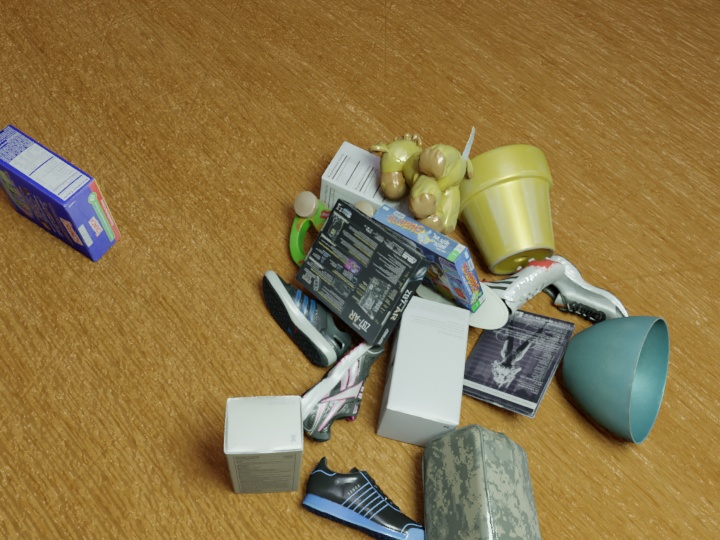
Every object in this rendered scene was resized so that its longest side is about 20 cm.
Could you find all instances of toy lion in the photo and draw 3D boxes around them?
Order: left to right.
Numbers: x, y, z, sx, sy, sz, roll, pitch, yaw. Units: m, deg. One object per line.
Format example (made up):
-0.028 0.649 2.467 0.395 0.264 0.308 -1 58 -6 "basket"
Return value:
-0.046 -0.031 1.087 0.195 0.068 0.197 13 83 25 "toy lion"

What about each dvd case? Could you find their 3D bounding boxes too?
0.267 0.150 1.037 0.146 0.016 0.201 13 50 36 "dvd case"

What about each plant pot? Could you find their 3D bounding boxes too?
0.283 -0.105 1.149 0.195 0.201 0.194 -7 71 -14 "plant pot"
0.419 0.168 1.004 0.132 0.203 0.201 11 46 41 "plant pot"

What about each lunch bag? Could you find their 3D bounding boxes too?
0.187 0.346 0.861 0.165 0.139 0.205 23 49 -31 "lunch bag"

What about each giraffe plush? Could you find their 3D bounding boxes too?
0.096 -0.174 1.053 0.159 0.173 0.204 17 70 27 "giraffe plush"

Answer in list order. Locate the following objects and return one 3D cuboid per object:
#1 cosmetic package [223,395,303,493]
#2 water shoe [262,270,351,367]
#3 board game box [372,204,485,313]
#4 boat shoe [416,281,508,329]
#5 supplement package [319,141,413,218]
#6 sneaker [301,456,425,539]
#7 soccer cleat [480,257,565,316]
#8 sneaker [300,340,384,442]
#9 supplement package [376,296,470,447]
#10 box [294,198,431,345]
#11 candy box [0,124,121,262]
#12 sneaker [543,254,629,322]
-0.132 0.248 0.833 0.100 0.202 0.075 0 56 -9 "cosmetic package"
-0.095 0.076 1.039 0.078 0.072 0.201 -28 71 -35 "water shoe"
0.114 -0.022 1.009 0.034 0.136 0.199 -44 47 -13 "board game box"
0.186 0.050 1.058 0.197 0.061 0.075 23 95 43 "boat shoe"
0.027 -0.141 1.168 0.196 0.115 0.111 26 57 7 "supplement package"
0.014 0.341 0.877 0.195 0.071 0.079 20 60 4 "sneaker"
0.287 0.040 1.099 0.194 0.070 0.087 -16 47 2 "soccer cleat"
-0.027 0.198 0.973 0.199 0.080 0.087 -40 89 -26 "sneaker"
0.103 0.166 0.978 0.114 0.118 0.204 13 55 0 "supplement package"
0.000 0.000 0.996 0.198 0.043 0.163 36 101 31 "box"
-0.531 -0.129 1.035 0.197 0.171 0.078 32 60 11 "candy box"
0.418 0.061 1.134 0.079 0.075 0.199 -41 64 -19 "sneaker"
